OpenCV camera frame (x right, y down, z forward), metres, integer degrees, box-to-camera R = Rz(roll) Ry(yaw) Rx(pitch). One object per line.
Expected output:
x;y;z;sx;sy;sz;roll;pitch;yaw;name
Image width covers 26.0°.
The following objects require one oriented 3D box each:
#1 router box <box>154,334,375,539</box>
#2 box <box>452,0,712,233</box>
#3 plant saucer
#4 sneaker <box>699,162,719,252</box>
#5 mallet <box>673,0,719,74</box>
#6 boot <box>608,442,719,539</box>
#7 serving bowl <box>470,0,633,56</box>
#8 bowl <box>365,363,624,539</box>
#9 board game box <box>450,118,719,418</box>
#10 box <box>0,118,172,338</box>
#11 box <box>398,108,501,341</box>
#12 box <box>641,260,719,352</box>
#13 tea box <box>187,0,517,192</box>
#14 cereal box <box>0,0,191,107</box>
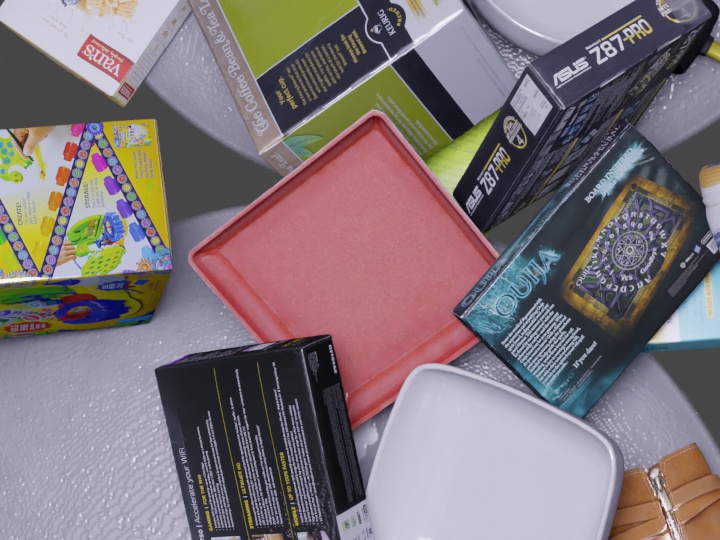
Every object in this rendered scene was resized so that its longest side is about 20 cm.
-0.073;0.160;1.230;0.148;0.051;0.202;-9;95;32;router box
0.167;-0.123;1.201;0.160;0.200;0.049;-30;75;-24;box
0.000;0.000;1.228;0.199;0.037;0.200;-36;107;18;plant saucer
0.348;-0.044;1.222;0.198;0.075;0.089;-5;85;-26;sneaker
0.340;-0.169;1.295;0.198;0.041;0.066;24;81;8;mallet
0.214;0.236;1.210;0.198;0.077;0.157;-25;77;2;boot
0.171;-0.249;1.302;0.198;0.066;0.202;4;60;-8;serving bowl
0.105;0.186;1.209;0.199;0.074;0.202;21;99;30;bowl
0.182;0.002;1.203;0.135;0.028;0.200;43;86;-17;board game box
-0.259;-0.027;1.247;0.190;0.200;0.123;-5;77;-13;box
0.049;-0.048;1.307;0.121;0.048;0.202;14;82;12;box
0.230;0.023;1.264;0.197;0.049;0.083;-5;78;8;box
-0.010;-0.189;1.261;0.196;0.134;0.201;-32;57;10;tea box
-0.214;-0.267;1.396;0.143;0.040;0.201;33;86;15;cereal box
